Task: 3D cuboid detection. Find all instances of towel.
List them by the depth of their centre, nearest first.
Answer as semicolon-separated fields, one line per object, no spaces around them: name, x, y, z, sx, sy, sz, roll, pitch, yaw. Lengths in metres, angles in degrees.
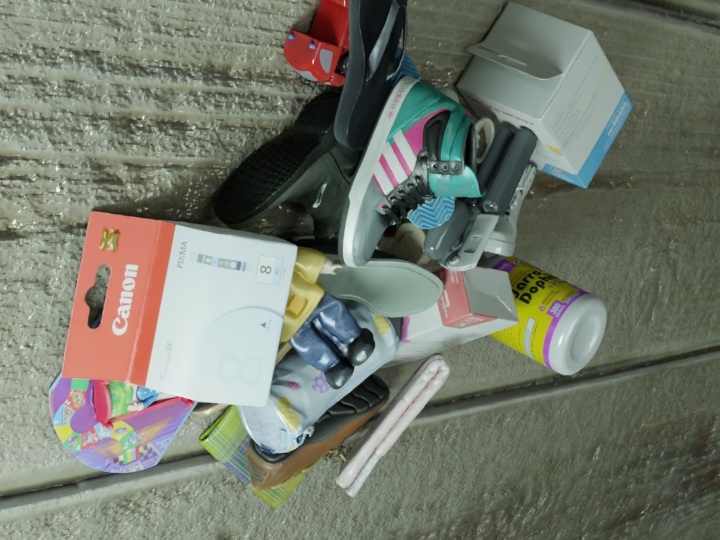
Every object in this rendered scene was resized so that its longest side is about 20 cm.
towel;-0.098;0.182;1.544;0.144;0.023;0.200;-54;144;-11
towel;0.041;0.178;1.602;0.192;0.032;0.200;-51;178;-1

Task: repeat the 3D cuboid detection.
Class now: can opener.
can opener;0.139;-0.084;1.507;0.201;0.052;0.067;-59;138;-27

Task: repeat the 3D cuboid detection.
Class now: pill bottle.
pill bottle;0.201;0.044;1.682;0.104;0.199;0.105;-30;134;-37

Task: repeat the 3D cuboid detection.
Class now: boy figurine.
boy figurine;-0.072;0.026;1.361;0.124;0.064;0.200;-44;111;4

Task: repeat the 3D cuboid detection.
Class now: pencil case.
pencil case;-0.045;0.114;1.471;0.200;0.090;0.084;-40;128;-38

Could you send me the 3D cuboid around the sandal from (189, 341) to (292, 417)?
sandal;-0.110;0.069;1.424;0.211;0.077;0.070;-33;111;-29

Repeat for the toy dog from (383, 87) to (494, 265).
toy dog;0.068;-0.102;1.534;0.131;0.096;0.202;25;77;-53

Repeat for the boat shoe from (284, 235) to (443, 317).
boat shoe;0.000;0.000;1.461;0.198;0.061;0.076;14;119;-34

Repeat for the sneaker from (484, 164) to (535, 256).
sneaker;0.165;-0.084;1.626;0.200;0.073;0.117;-56;162;-79

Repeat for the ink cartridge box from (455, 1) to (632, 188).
ink cartridge box;0.217;-0.213;1.595;0.126;0.128;0.200;-58;146;-8

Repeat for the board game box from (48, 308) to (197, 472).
board game box;-0.205;0.108;1.307;0.158;0.039;0.201;41;78;-41

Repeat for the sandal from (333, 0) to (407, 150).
sandal;0.021;-0.215;1.325;0.076;0.043;0.202;-19;125;-48

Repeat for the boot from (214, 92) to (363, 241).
boot;-0.054;-0.076;1.379;0.200;0.067;0.131;-46;136;-26

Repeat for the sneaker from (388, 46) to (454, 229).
sneaker;0.041;-0.142;1.433;0.076;0.081;0.202;-17;95;-3

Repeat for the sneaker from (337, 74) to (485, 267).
sneaker;0.062;-0.084;1.348;0.202;0.120;0.084;-69;162;-1

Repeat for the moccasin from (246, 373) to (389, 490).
moccasin;-0.045;0.183;1.532;0.201;0.073;0.078;-39;153;-36

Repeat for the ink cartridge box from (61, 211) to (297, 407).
ink cartridge box;-0.166;0.038;1.258;0.198;0.047;0.162;8;98;-31

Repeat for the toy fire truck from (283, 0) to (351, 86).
toy fire truck;-0.036;-0.285;1.289;0.140;0.049;0.202;7;107;-53

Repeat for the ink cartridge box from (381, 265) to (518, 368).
ink cartridge box;0.071;0.057;1.584;0.116;0.199;0.068;10;62;-54
